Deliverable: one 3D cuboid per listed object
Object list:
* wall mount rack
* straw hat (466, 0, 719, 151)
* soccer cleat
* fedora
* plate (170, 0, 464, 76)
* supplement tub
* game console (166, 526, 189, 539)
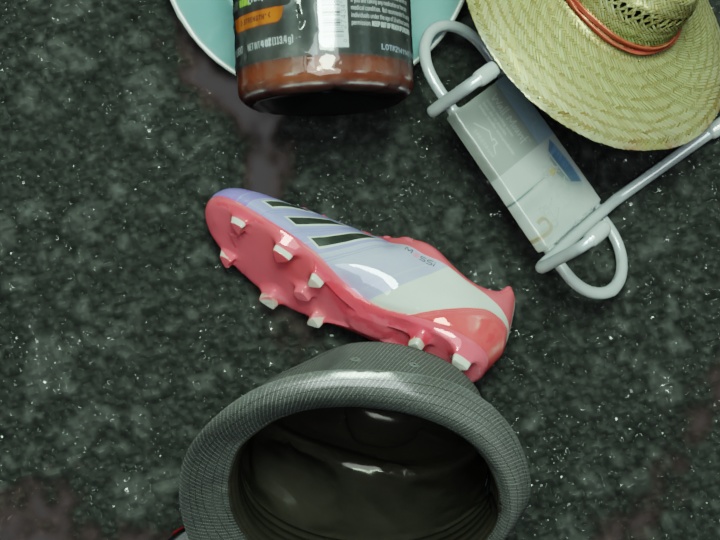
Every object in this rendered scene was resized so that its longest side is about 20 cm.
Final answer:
[{"bbox_3d":[0.134,-0.092,1.025,0.174,0.074,0.200,-39,95,-41],"label":"wall mount rack"},{"bbox_3d":[0.158,-0.178,0.981,0.200,0.085,0.202,14,57,-22],"label":"straw hat"},{"bbox_3d":[0.000,0.000,1.025,0.199,0.067,0.077,29,54,5],"label":"soccer cleat"},{"bbox_3d":[-0.002,0.104,0.978,0.199,0.091,0.178,-4,126,4],"label":"fedora"},{"bbox_3d":[-0.027,-0.206,1.051,0.199,0.026,0.201,0,86,-2],"label":"plate"},{"bbox_3d":[-0.025,-0.196,0.985,0.106,0.107,0.201,-3,85,-3],"label":"supplement tub"},{"bbox_3d":[-0.084,0.270,1.010,0.177,0.031,0.200,-45,88,-5],"label":"game console"}]
